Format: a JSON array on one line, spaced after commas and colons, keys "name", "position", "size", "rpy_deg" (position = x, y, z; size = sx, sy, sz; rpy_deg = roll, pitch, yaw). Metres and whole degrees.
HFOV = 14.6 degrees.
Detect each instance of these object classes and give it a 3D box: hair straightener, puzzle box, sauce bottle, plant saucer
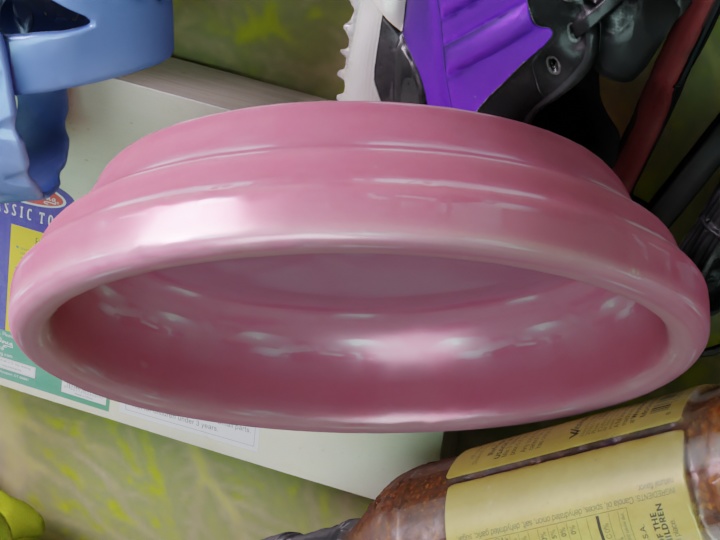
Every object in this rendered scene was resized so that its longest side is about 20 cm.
[{"name": "hair straightener", "position": [0.113, -0.031, 0.834], "size": [0.077, 0.041, 0.201], "rpy_deg": [28, 123, 5]}, {"name": "puzzle box", "position": [-0.058, -0.005, 0.930], "size": [0.199, 0.025, 0.134], "rpy_deg": [16, 124, 13]}, {"name": "sauce bottle", "position": [0.048, 0.084, 0.886], "size": [0.199, 0.066, 0.066], "rpy_deg": [-16, 112, 36]}, {"name": "plant saucer", "position": [0.000, 0.000, 0.809], "size": [0.199, 0.051, 0.201], "rpy_deg": [2, 163, 1]}]

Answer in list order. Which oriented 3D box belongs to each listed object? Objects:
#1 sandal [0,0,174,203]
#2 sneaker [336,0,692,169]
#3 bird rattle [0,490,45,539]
[{"name": "sandal", "position": [-0.086, -0.094, 0.850], "size": [0.087, 0.080, 0.200], "rpy_deg": [43, 118, -7]}, {"name": "sneaker", "position": [0.051, -0.104, 0.790], "size": [0.099, 0.070, 0.201], "rpy_deg": [24, 135, 25]}, {"name": "bird rattle", "position": [-0.124, 0.155, 1.005], "size": [0.200, 0.113, 0.163], "rpy_deg": [37, 111, -15]}]
